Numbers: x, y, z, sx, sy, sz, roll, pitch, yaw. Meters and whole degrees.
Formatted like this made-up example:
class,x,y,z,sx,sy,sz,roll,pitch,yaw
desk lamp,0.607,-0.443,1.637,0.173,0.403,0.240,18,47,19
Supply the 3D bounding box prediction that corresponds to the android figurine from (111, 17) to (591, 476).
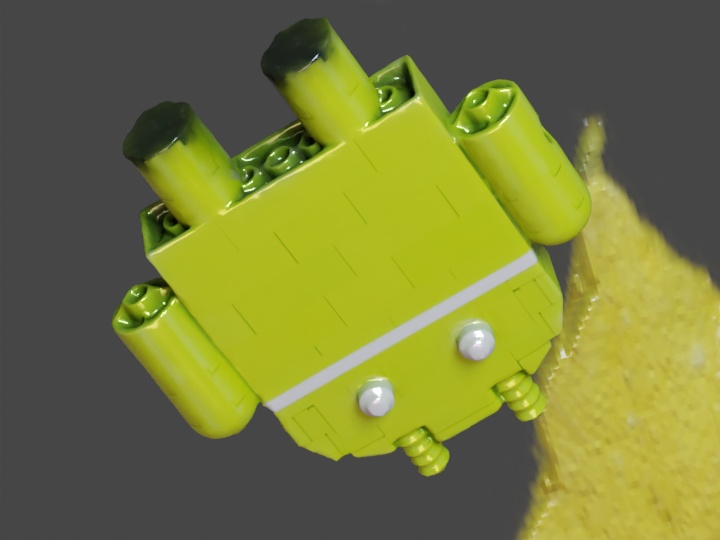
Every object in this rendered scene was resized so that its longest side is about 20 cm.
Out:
class,x,y,z,sx,sy,sz,roll,pitch,yaw
android figurine,0.000,0.000,1.144,0.182,0.041,0.200,-28,124,10
